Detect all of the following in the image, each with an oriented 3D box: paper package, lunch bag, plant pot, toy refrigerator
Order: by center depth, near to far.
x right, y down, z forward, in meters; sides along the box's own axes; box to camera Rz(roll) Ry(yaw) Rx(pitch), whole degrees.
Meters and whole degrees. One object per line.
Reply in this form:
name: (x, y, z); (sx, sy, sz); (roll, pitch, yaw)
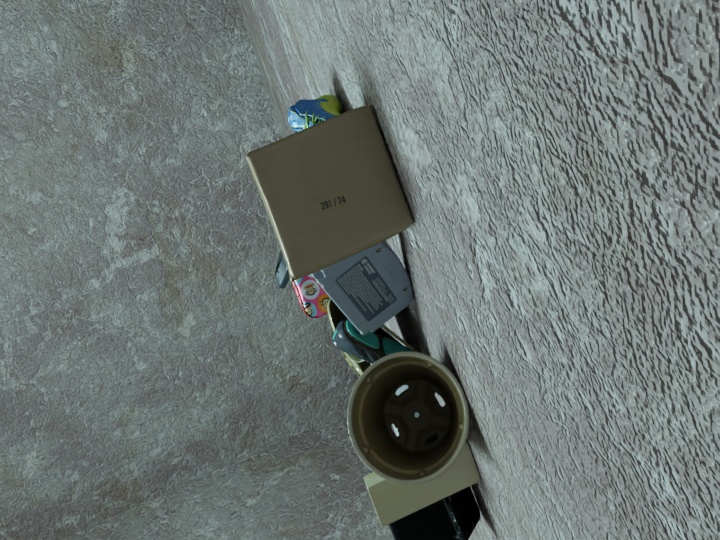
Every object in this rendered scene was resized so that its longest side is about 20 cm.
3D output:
paper package: (-0.047, -0.113, 1.034); (0.103, 0.195, 0.196); (-165, 53, -83)
plant pot: (0.088, 0.249, 1.200); (0.184, 0.196, 0.205); (47, -161, -76)
toy refrigerator: (0.109, 0.375, 1.272); (0.070, 0.195, 0.078); (-165, 51, -83)
lunch bag: (-0.067, -0.002, 1.644); (0.082, 0.195, 0.181); (-120, 8, -81)

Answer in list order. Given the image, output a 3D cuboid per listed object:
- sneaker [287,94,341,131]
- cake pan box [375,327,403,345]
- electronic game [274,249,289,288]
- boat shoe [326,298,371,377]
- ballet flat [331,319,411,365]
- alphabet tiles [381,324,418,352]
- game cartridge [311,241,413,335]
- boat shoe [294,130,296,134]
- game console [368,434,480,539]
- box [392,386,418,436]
sneaker: (-0.069, -0.241, 1.213); (0.201, 0.102, 0.078); (-118, 27, -54)
cake pan box: (0.034, 0.144, 1.507); (0.182, 0.053, 0.200); (36, 177, -5)
electronic game: (-0.135, -0.062, 1.452); (0.200, 0.040, 0.206); (-162, 89, -80)
boat shoe: (-0.016, 0.138, 1.371); (0.066, 0.073, 0.204); (-3, 117, 60)
ballet flat: (0.026, 0.154, 1.321); (0.197, 0.074, 0.073); (30, -166, -28)
alphabet tiles: (0.039, 0.106, 1.417); (0.167, 0.008, 0.199); (41, 176, -37)
game cartridge: (0.012, 0.019, 1.194); (0.042, 0.132, 0.201); (49, 178, 44)
boat shoe: (-0.083, -0.218, 1.289); (0.202, 0.088, 0.072); (-94, 26, -57)
game console: (0.128, 0.429, 1.357); (0.175, 0.114, 0.205); (-18, -95, -64)
box: (0.131, 0.359, 1.518); (0.124, 0.095, 0.205); (-131, 20, -75)
